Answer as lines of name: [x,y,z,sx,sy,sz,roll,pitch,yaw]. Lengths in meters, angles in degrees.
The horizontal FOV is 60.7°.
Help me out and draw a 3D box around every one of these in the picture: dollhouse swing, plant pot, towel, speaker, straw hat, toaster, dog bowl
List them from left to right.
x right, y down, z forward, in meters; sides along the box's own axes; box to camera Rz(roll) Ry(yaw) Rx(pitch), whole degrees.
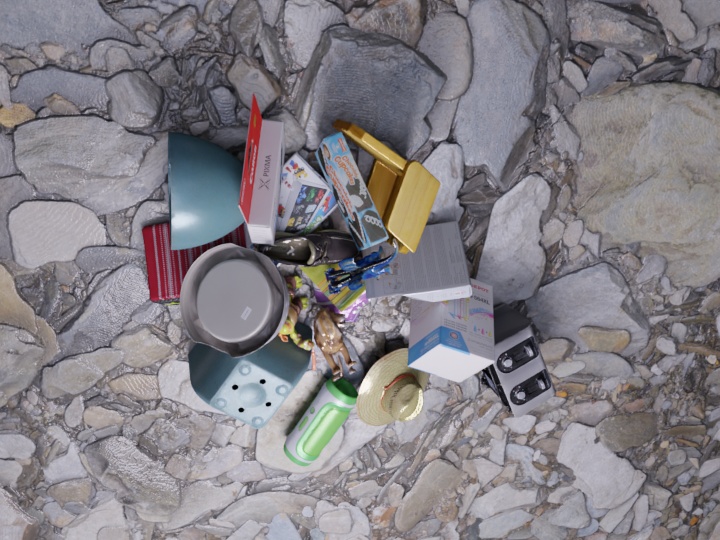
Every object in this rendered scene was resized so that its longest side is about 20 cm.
towel: [-0.309,-0.026,1.156,0.199,0.022,0.145,-8,86,4]
plant pot: [-0.265,-0.138,1.075,0.134,0.200,0.201,-2,113,-18]
dog bowl: [-0.216,0.054,1.088,0.199,0.059,0.201,-1,84,15]
plant pot: [-0.215,0.194,1.214,0.196,0.200,0.197,32,104,-21]
speaker: [-0.088,0.333,1.358,0.088,0.088,0.200,30,104,-20]
towel: [-0.074,-0.017,1.208,0.086,0.018,0.200,-44,89,4]
dollhouse swing: [0.018,-0.152,1.103,0.175,0.200,0.182,16,103,-19]
straw hat: [0.093,0.277,1.334,0.200,0.085,0.202,-14,120,-26]
toaster: [0.313,0.187,1.324,0.118,0.200,0.181,-25,107,-3]

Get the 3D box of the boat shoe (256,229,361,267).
boat shoe: [-0.091,-0.035,1.146,0.199,0.065,0.073,-2,111,-11]

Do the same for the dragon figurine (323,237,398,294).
dragon figurine: [0.000,0.000,1.117,0.099,0.200,0.059,-21,89,-26]

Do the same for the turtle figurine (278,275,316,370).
turtle figurine: [-0.137,0.090,1.203,0.064,0.161,0.200,-24,112,13]

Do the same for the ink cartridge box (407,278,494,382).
ink cartridge box: [0.184,0.101,1.253,0.128,0.201,0.125,19,145,-19]

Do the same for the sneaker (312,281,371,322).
sneaker: [0.008,0.046,1.269,0.200,0.073,0.115,-9,117,5]

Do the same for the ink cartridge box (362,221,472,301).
ink cartridge box: [0.108,-0.012,1.216,0.199,0.163,0.057,-10,144,8]

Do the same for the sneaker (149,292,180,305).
sneaker: [-0.316,0.018,1.203,0.199,0.075,0.077,-16,84,-1]

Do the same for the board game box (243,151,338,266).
board game box: [-0.145,-0.110,1.175,0.200,0.035,0.126,-44,98,9]

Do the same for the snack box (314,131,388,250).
snack box: [-0.018,-0.136,1.096,0.037,0.116,0.201,-25,92,-12]

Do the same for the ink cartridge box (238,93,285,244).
ink cartridge box: [-0.162,-0.165,1.042,0.045,0.176,0.201,5,75,-2]

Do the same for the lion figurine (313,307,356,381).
lion figurine: [-0.058,0.157,1.269,0.072,0.200,0.123,-25,73,-17]
